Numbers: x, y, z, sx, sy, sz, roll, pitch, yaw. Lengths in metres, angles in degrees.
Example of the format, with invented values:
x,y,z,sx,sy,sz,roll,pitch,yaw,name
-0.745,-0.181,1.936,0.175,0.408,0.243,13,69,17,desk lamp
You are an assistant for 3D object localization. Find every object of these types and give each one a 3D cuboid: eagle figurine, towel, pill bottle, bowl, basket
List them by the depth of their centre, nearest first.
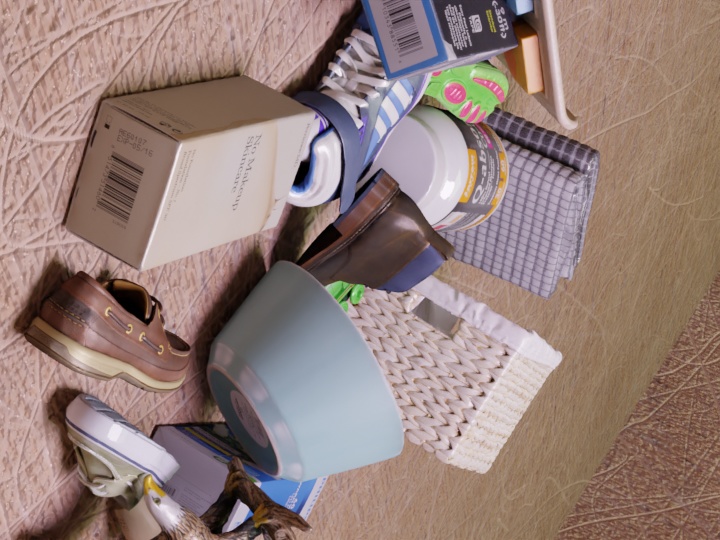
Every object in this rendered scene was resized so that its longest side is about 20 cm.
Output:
x,y,z,sx,sy,sz,roll,pitch,yaw,name
-0.154,0.232,1.428,0.199,0.151,0.152,-36,174,-17,eagle figurine
-0.061,0.104,1.564,0.104,0.201,0.202,-32,150,-20,bowl
0.060,-0.095,1.684,0.117,0.116,0.200,-66,161,10,pill bottle
0.079,0.095,1.867,0.162,0.197,0.200,-59,162,-1,basket
0.164,-0.078,1.908,0.086,0.164,0.201,-56,161,-34,towel

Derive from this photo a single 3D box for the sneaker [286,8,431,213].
x,y,z,sx,sy,sz,roll,pitch,yaw,name
-0.010,-0.143,1.486,0.201,0.080,0.146,-63,166,20,sneaker

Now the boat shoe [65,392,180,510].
x,y,z,sx,sy,sz,roll,pitch,yaw,name
-0.193,0.152,1.427,0.062,0.072,0.200,-53,161,-9,boat shoe

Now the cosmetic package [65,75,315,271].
x,y,z,sx,sy,sz,roll,pitch,yaw,name
-0.120,-0.075,1.306,0.200,0.073,0.104,-23,137,-61,cosmetic package

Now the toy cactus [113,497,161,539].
x,y,z,sx,sy,sz,roll,pitch,yaw,name
-0.169,0.268,1.567,0.102,0.199,0.166,-37,112,-18,toy cactus

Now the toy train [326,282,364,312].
x,y,z,sx,sy,sz,roll,pitch,yaw,name
-0.022,0.011,1.734,0.200,0.041,0.057,-49,147,-35,toy train

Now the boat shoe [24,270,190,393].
x,y,z,sx,sy,sz,roll,pitch,yaw,name
-0.172,0.044,1.331,0.068,0.072,0.200,-61,159,2,boat shoe

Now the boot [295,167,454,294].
x,y,z,sx,sy,sz,roll,pitch,yaw,name
0.000,0.000,1.597,0.200,0.097,0.075,-46,-174,49,boot

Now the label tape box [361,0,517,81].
x,y,z,sx,sy,sz,roll,pitch,yaw,name
0.069,-0.240,1.462,0.199,0.063,0.146,-22,95,-59,label tape box

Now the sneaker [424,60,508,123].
x,y,z,sx,sy,sz,roll,pitch,yaw,name
0.061,-0.201,1.622,0.077,0.084,0.200,-44,144,2,sneaker

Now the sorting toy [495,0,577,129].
x,y,z,sx,sy,sz,roll,pitch,yaw,name
0.121,-0.235,1.524,0.036,0.185,0.202,-22,124,-7,sorting toy

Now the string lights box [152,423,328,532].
x,y,z,sx,sy,sz,roll,pitch,yaw,name
-0.114,0.189,1.630,0.059,0.102,0.200,-63,162,6,string lights box
